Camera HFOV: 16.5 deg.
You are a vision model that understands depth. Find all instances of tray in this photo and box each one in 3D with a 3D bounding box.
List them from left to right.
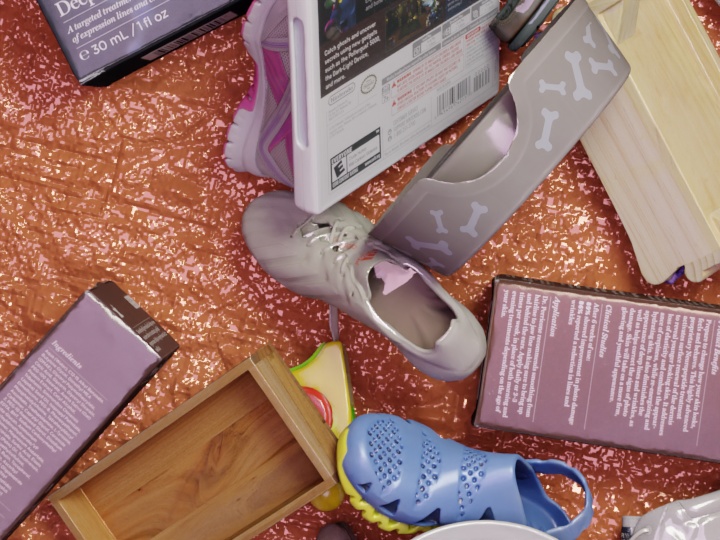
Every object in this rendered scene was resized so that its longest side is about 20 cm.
[{"bbox_3d":[-0.106,0.140,1.644,0.200,0.037,0.099,-35,91,30],"label":"tray"}]

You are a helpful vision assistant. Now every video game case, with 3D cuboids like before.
[{"bbox_3d":[0.024,-0.156,1.561,0.023,0.200,0.183,22,129,32],"label":"video game case"}]

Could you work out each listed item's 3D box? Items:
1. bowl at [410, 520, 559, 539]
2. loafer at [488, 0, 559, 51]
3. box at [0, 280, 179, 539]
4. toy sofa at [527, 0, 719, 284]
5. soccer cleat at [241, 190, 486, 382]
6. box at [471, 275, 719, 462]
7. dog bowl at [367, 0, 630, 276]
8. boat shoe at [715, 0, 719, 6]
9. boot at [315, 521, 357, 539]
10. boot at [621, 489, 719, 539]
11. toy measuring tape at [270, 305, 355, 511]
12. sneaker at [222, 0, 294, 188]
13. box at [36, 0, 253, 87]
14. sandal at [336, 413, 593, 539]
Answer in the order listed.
[{"bbox_3d":[0.074,0.264,1.594,0.200,0.090,0.202,1,81,-6],"label":"bowl"},{"bbox_3d":[0.134,-0.238,1.627,0.063,0.072,0.201,35,80,-4],"label":"loafer"},{"bbox_3d":[-0.215,0.104,1.656,0.075,0.100,0.200,41,95,0],"label":"box"},{"bbox_3d":[0.203,-0.097,1.633,0.097,0.083,0.201,-27,92,48],"label":"toy sofa"},{"bbox_3d":[0.000,0.000,1.602,0.200,0.078,0.069,35,80,24],"label":"soccer cleat"},{"bbox_3d":[0.179,0.065,1.640,0.199,0.075,0.101,9,93,4],"label":"box"},{"bbox_3d":[0.091,-0.079,1.553,0.059,0.200,0.200,41,94,-1],"label":"dog bowl"},{"bbox_3d":[0.298,-0.157,1.628,0.071,0.072,0.200,-43,108,-27],"label":"boat shoe"},{"bbox_3d":[-0.052,0.274,1.633,0.145,0.070,0.201,-9,74,-23],"label":"boot"},{"bbox_3d":[0.190,0.211,1.664,0.199,0.074,0.096,-24,82,-1],"label":"boot"},{"bbox_3d":[-0.043,0.062,1.665,0.073,0.074,0.201,-8,83,3],"label":"toy measuring tape"},{"bbox_3d":[-0.025,-0.130,1.599,0.088,0.081,0.201,28,138,16],"label":"sneaker"},{"bbox_3d":[-0.156,-0.242,1.630,0.148,0.107,0.201,-27,91,5],"label":"box"},{"bbox_3d":[0.074,0.138,1.614,0.199,0.087,0.080,22,54,-29],"label":"sandal"}]
